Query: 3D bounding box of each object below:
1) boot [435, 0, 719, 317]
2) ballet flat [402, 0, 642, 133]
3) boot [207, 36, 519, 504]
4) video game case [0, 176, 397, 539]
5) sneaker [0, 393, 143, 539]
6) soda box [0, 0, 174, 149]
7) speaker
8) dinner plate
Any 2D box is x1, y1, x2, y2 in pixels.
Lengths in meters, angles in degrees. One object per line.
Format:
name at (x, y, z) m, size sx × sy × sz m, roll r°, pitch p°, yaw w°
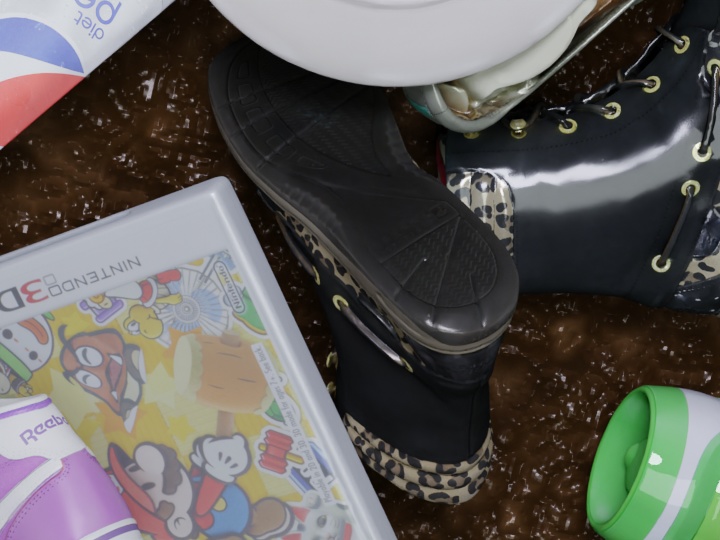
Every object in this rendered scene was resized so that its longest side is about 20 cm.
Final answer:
boot at (0.111, -0.077, 0.925) m, size 0.153 × 0.074 × 0.205 m, roll 0°, pitch 103°, yaw -1°
ballet flat at (0.101, -0.130, 0.862) m, size 0.200 × 0.064 × 0.067 m, roll -42°, pitch 110°, yaw 5°
boot at (0.000, 0.000, 0.918) m, size 0.073 × 0.200 × 0.151 m, roll -30°, pitch 145°, yaw -20°
video game case at (-0.099, 0.075, 0.942) m, size 0.181 × 0.023 × 0.201 m, roll -18°, pitch 108°, yaw 21°
sneaker at (-0.183, 0.125, 0.947) m, size 0.200 × 0.073 × 0.115 m, roll -39°, pitch 79°, yaw 32°
soda box at (-0.157, -0.096, 0.897) m, size 0.200 × 0.068 × 0.064 m, roll -39°, pitch 105°, yaw 5°
speaker at (0.212, 0.121, 0.981) m, size 0.199 × 0.088 × 0.089 m, roll 20°, pitch 103°, yaw -10°
dinner plate at (0.014, -0.171, 0.808) m, size 0.199 × 0.024 × 0.202 m, roll 0°, pitch 101°, yaw -1°
